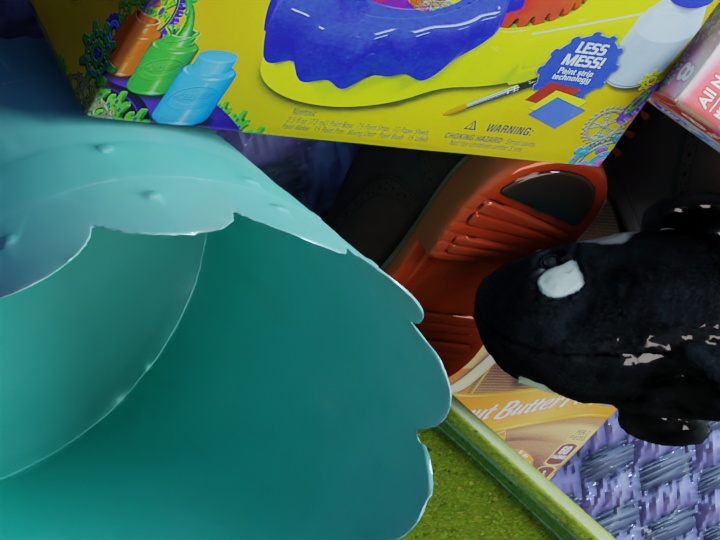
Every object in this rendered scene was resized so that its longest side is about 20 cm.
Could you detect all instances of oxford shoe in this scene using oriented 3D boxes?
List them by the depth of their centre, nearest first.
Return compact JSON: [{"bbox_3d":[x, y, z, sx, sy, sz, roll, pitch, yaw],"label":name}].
[{"bbox_3d":[0.124,-0.052,0.943,0.072,0.200,0.071,7,-176,2],"label":"oxford shoe"},{"bbox_3d":[0.018,-0.010,0.967,0.071,0.073,0.200,13,139,-37],"label":"oxford shoe"}]

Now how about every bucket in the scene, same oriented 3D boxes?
[{"bbox_3d":[-0.093,0.038,0.770,0.207,0.135,0.207,-18,130,-23],"label":"bucket"}]

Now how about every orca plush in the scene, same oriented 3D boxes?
[{"bbox_3d":[0.140,0.042,0.892,0.200,0.071,0.105,21,120,-10],"label":"orca plush"}]

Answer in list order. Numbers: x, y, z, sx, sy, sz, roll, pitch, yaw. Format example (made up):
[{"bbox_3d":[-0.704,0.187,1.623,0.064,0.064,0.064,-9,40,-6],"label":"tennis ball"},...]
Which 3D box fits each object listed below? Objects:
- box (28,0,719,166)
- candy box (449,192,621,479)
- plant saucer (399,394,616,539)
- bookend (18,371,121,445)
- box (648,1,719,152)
[{"bbox_3d":[0.021,-0.146,0.757,0.200,0.122,0.193,3,135,-37],"label":"box"},{"bbox_3d":[0.066,0.029,1.072,0.115,0.055,0.200,11,130,-44],"label":"candy box"},{"bbox_3d":[-0.004,0.111,0.873,0.200,0.200,0.048,-23,125,-20],"label":"plant saucer"},{"bbox_3d":[-0.211,0.009,0.826,0.200,0.092,0.199,-27,146,-2],"label":"bookend"},{"bbox_3d":[0.185,-0.118,0.846,0.103,0.095,0.200,34,94,-14],"label":"box"}]
